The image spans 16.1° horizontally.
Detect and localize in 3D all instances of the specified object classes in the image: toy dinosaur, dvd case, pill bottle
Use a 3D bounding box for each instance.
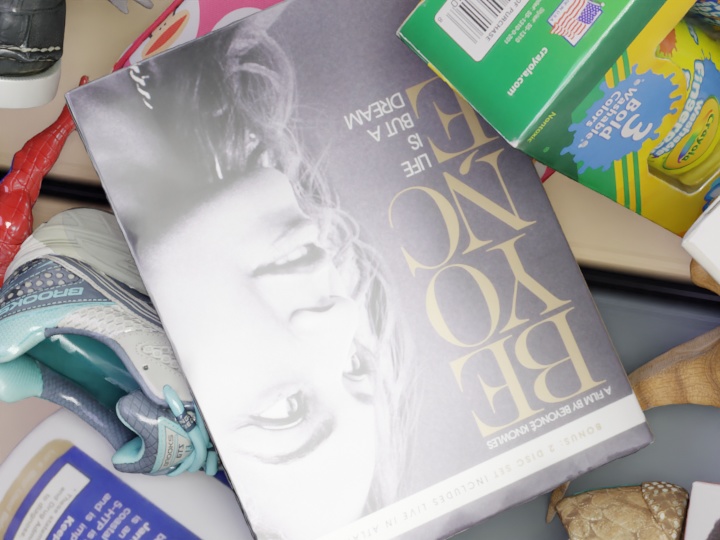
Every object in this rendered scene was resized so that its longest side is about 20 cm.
[{"bbox_3d":[0.141,0.029,0.911,0.199,0.060,0.107,-8,76,31],"label":"toy dinosaur"},{"bbox_3d":[0.000,0.000,0.912,0.148,0.016,0.201,-23,88,-9],"label":"dvd case"},{"bbox_3d":[-0.048,0.141,0.968,0.199,0.119,0.120,32,96,34],"label":"pill bottle"}]

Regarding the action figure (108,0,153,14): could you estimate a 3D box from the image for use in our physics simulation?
[{"bbox_3d":[-0.124,-0.185,1.066,0.069,0.130,0.200,-28,33,5],"label":"action figure"}]

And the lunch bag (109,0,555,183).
[{"bbox_3d":[-0.010,-0.083,1.018,0.200,0.082,0.177,-39,61,20],"label":"lunch bag"}]

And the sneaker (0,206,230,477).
[{"bbox_3d":[-0.052,0.052,0.947,0.199,0.086,0.078,19,128,11],"label":"sneaker"}]

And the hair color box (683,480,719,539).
[{"bbox_3d":[0.154,0.179,0.867,0.101,0.061,0.202,3,80,33],"label":"hair color box"}]

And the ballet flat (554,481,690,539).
[{"bbox_3d":[0.078,0.173,0.909,0.065,0.071,0.201,9,75,10],"label":"ballet flat"}]

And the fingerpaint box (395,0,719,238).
[{"bbox_3d":[0.135,-0.116,0.883,0.200,0.167,0.073,-50,57,11],"label":"fingerpaint box"}]

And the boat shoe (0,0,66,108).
[{"bbox_3d":[-0.159,-0.137,1.095,0.200,0.075,0.061,-124,42,-54],"label":"boat shoe"}]

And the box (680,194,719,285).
[{"bbox_3d":[0.205,0.034,0.818,0.078,0.095,0.200,-46,75,13],"label":"box"}]

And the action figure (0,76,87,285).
[{"bbox_3d":[-0.192,-0.064,1.105,0.065,0.199,0.099,-49,8,50],"label":"action figure"}]
